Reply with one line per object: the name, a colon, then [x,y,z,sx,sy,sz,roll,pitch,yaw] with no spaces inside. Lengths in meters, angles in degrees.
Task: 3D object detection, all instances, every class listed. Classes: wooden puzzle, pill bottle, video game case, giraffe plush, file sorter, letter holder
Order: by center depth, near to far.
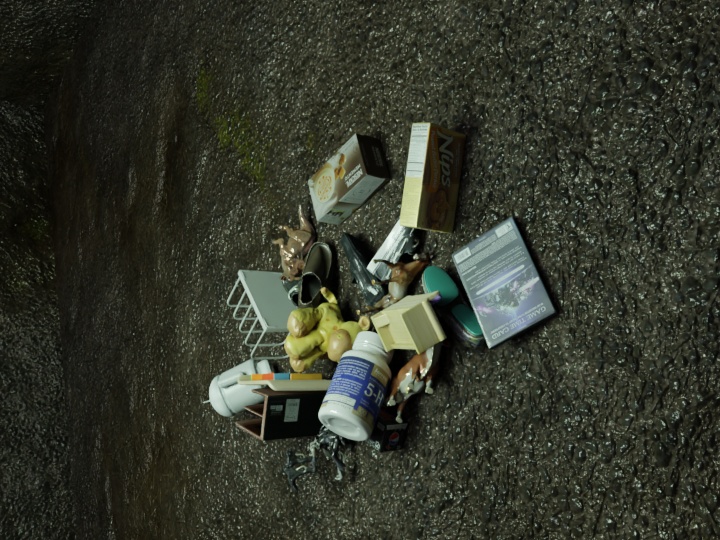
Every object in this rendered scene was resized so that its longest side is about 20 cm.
video game case: [0.262,0.022,1.299,0.141,0.019,0.204,-32,62,24]
pill bottle: [-0.001,0.237,1.466,0.118,0.119,0.204,-14,44,47]
giraffe plush: [-0.056,0.156,1.595,0.160,0.200,0.176,24,143,32]
wooden puzzle: [-0.173,0.258,1.662,0.198,0.181,0.038,-6,80,57]
letter holder: [-0.184,0.329,1.672,0.140,0.196,0.104,8,91,48]
file sorter: [-0.244,0.117,1.816,0.126,0.136,0.202,-57,48,30]

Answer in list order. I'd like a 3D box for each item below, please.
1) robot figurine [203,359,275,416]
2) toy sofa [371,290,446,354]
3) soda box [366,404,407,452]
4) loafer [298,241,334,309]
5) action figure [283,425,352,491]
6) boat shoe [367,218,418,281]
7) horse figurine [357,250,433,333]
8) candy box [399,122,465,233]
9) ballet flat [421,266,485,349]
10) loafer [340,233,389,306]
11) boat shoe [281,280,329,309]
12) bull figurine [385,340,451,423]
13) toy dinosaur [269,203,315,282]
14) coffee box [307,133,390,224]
robot figurine: [-0.316,0.311,1.853,0.196,0.171,0.115,-26,57,1]
toy sofa: [0.103,0.104,1.381,0.085,0.096,0.199,64,162,-3]
soda box: [0.013,0.320,1.542,0.198,0.069,0.065,28,107,47]
loafer: [-0.105,0.015,1.674,0.072,0.071,0.205,84,-168,-63]
action figure: [-0.079,0.419,1.617,0.197,0.103,0.119,-31,23,0]
boat shoe: [0.094,-0.062,1.501,0.067,0.072,0.202,37,102,7]
horse figurine: [0.067,0.044,1.490,0.050,0.130,0.205,45,130,44]
candy box: [0.146,-0.184,1.412,0.055,0.113,0.207,9,93,47]
ballet flat: [0.180,0.080,1.384,0.073,0.071,0.202,-58,48,26]
loafer: [0.000,0.000,1.595,0.071,0.067,0.203,-46,57,24]
boat shoe: [-0.149,0.057,1.766,0.199,0.066,0.073,40,115,46]
bull figurine: [0.114,0.214,1.425,0.202,0.064,0.122,-58,4,38]
toy dinosaur: [-0.154,-0.057,1.776,0.133,0.086,0.204,16,78,37]
coffee box: [-0.030,-0.211,1.646,0.199,0.078,0.117,-36,60,41]
